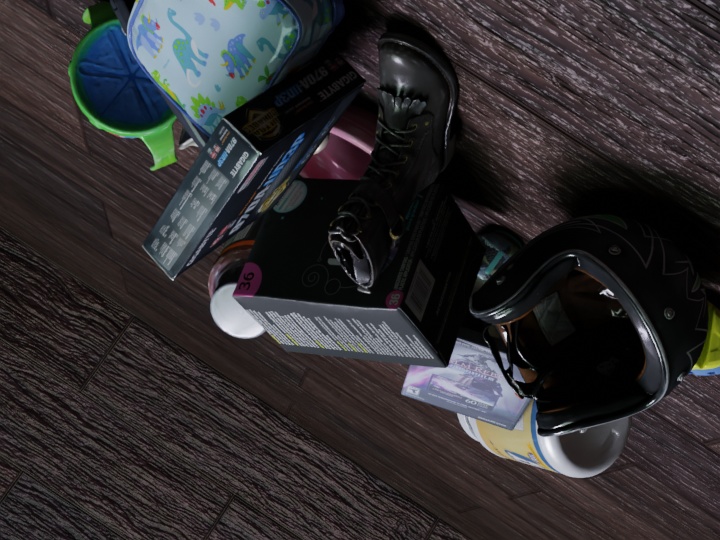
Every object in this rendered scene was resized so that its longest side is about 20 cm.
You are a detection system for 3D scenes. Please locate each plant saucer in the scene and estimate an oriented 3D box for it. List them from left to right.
[{"bbox_3d":[0.003,-0.116,1.247,0.200,0.051,0.201,30,162,11],"label":"plant saucer"}]

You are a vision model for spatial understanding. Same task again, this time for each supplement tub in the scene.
[{"bbox_3d":[-0.110,-0.002,1.325,0.107,0.200,0.107,5,119,9],"label":"supplement tub"},{"bbox_3d":[0.228,0.175,1.470,0.145,0.145,0.200,42,162,-25],"label":"supplement tub"}]

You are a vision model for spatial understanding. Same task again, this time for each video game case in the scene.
[{"bbox_3d":[0.126,0.120,1.311,0.143,0.019,0.200,18,154,4],"label":"video game case"}]

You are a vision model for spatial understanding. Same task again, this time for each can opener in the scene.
[{"bbox_3d":[-0.192,-0.208,1.185,0.079,0.063,0.200,3,119,63],"label":"can opener"}]

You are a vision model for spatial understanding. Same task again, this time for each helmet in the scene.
[{"bbox_3d":[0.214,0.042,1.046,0.200,0.190,0.200,56,-165,-23],"label":"helmet"}]

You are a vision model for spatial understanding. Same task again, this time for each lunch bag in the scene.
[{"bbox_3d":[-0.116,-0.220,1.012,0.161,0.082,0.200,44,141,2],"label":"lunch bag"}]

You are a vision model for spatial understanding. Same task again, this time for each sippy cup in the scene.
[{"bbox_3d":[-0.267,-0.212,1.344,0.139,0.178,0.130,12,173,-12],"label":"sippy cup"}]

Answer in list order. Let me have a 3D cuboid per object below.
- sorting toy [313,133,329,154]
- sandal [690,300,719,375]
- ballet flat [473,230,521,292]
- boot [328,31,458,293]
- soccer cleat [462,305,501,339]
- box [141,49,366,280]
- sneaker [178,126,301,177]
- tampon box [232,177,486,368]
[{"bbox_3d":[-0.107,-0.200,1.154,0.200,0.036,0.185,61,158,-9],"label":"sorting toy"},{"bbox_3d":[0.300,0.061,1.158,0.087,0.080,0.200,30,173,-37],"label":"sandal"},{"bbox_3d":[0.128,0.008,1.328,0.074,0.074,0.200,33,164,3],"label":"ballet flat"},{"bbox_3d":[0.023,-0.091,1.033,0.069,0.174,0.200,18,150,26],"label":"boot"},{"bbox_3d":[0.107,0.082,1.352,0.086,0.070,0.200,21,164,-31],"label":"soccer cleat"},{"bbox_3d":[-0.096,-0.094,1.031,0.046,0.159,0.200,46,136,3],"label":"box"},{"bbox_3d":[-0.129,-0.127,1.389,0.200,0.090,0.067,36,162,-9],"label":"sneaker"},{"bbox_3d":[0.000,0.000,1.188,0.200,0.150,0.126,4,150,31],"label":"tampon box"}]
